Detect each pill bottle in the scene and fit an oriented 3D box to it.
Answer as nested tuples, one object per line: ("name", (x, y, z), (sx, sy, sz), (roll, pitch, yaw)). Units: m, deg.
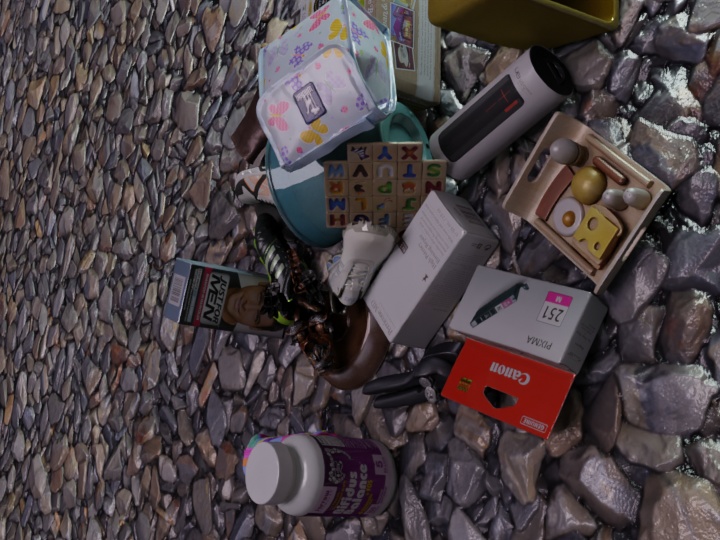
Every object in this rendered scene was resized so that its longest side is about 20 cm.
("pill bottle", (-0.056, 0.286, 1.438), (0.112, 0.199, 0.113), (-16, 69, 49))

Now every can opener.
("can opener", (0.075, 0.160, 1.430), (0.064, 0.079, 0.200), (54, 138, -4))

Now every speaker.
("speaker", (0.183, -0.204, 1.351), (0.200, 0.081, 0.082), (-38, 53, 40))

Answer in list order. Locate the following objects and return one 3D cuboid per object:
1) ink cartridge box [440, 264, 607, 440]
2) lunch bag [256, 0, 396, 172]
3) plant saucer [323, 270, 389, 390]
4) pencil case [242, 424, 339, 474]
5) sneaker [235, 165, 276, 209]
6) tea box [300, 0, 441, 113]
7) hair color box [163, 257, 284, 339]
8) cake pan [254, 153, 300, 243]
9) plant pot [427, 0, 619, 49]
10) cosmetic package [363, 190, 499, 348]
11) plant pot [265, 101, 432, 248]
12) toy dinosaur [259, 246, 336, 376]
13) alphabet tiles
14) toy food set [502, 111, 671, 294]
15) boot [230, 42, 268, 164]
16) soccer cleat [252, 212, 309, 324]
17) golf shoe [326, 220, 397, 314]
("ink cartridge box", (0.185, 0.094, 1.269), (0.200, 0.043, 0.174), (16, 77, 53))
("lunch bag", (-0.047, -0.246, 1.377), (0.169, 0.127, 0.201), (-27, 51, 30))
("plant saucer", (-0.025, 0.083, 1.588), (0.200, 0.032, 0.202), (-19, 66, 49))
("pencil case", (-0.104, 0.289, 1.597), (0.199, 0.088, 0.089), (-18, 68, 50))
("sneaker", (-0.145, -0.132, 1.699), (0.199, 0.073, 0.081), (-15, 72, 50))
("tea box", (0.012, -0.335, 1.559), (0.196, 0.133, 0.202), (-11, 73, 51))
("hair color box", (-0.214, 0.047, 1.701), (0.060, 0.199, 0.100), (17, 94, 53))
("cake pan", (-0.121, -0.148, 1.763), (0.200, 0.037, 0.202), (-17, 68, 49))
("plant pot", (0.186, -0.385, 1.309), (0.200, 0.194, 0.196), (-15, 69, 56))
("cosmetic package", (0.093, 0.000, 1.422), (0.201, 0.074, 0.102), (-57, 42, 24))
("plant pot", (-0.004, -0.154, 1.503), (0.187, 0.200, 0.201), (-17, 67, 32))
("toy dinosaur", (-0.088, 0.059, 1.552), (0.102, 0.136, 0.200), (-38, 60, -2))
("alphabet tiles", (0.033, -0.103, 1.415), (0.201, 0.165, 0.006), (89, -179, -52))
("toy food set", (0.263, -0.083, 1.233), (0.144, 0.060, 0.200), (-62, 40, 21))
("boot", (-0.178, -0.297, 1.809), (0.166, 0.072, 0.200), (-46, 43, 15))
("soccer cleat", (-0.122, -0.010, 1.677), (0.081, 0.067, 0.201), (-27, 64, 28))
("golf shoe", (0.000, 0.000, 1.460), (0.200, 0.078, 0.098), (120, 159, -64))
